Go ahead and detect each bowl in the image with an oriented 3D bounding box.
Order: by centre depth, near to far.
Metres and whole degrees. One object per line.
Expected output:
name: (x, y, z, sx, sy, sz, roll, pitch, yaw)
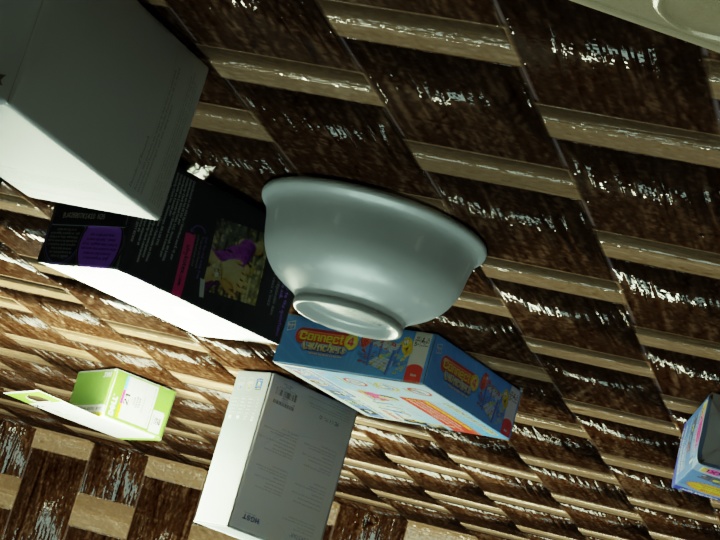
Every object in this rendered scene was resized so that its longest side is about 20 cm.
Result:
bowl: (0.000, 0.000, 1.663, 0.199, 0.091, 0.201, 16, 166, 4)

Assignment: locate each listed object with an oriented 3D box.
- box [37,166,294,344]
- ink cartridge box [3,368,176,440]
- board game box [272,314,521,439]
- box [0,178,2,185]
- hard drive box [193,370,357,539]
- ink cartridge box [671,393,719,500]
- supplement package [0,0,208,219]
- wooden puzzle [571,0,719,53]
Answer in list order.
box: (-0.160, -0.019, 1.735, 0.122, 0.107, 0.199, 5, 163, 45)
ink cartridge box: (-0.384, 0.175, 2.823, 0.199, 0.076, 0.147, 25, 165, -26)
board game box: (0.041, 0.115, 2.133, 0.194, 0.056, 0.200, 6, 163, 34)
box: (-0.452, -0.048, 1.841, 0.199, 0.165, 0.086, 21, 165, -16)
hard drive box: (-0.105, 0.246, 2.514, 0.155, 0.202, 0.076, 28, 162, -37)
ink cartridge box: (0.393, 0.192, 1.997, 0.135, 0.077, 0.200, 15, 168, 4)
supplement package: (-0.210, -0.131, 1.325, 0.120, 0.121, 0.200, 11, 165, 27)
wooden puzzle: (0.151, -0.163, 0.956, 0.184, 0.047, 0.200, 19, 171, -7)
